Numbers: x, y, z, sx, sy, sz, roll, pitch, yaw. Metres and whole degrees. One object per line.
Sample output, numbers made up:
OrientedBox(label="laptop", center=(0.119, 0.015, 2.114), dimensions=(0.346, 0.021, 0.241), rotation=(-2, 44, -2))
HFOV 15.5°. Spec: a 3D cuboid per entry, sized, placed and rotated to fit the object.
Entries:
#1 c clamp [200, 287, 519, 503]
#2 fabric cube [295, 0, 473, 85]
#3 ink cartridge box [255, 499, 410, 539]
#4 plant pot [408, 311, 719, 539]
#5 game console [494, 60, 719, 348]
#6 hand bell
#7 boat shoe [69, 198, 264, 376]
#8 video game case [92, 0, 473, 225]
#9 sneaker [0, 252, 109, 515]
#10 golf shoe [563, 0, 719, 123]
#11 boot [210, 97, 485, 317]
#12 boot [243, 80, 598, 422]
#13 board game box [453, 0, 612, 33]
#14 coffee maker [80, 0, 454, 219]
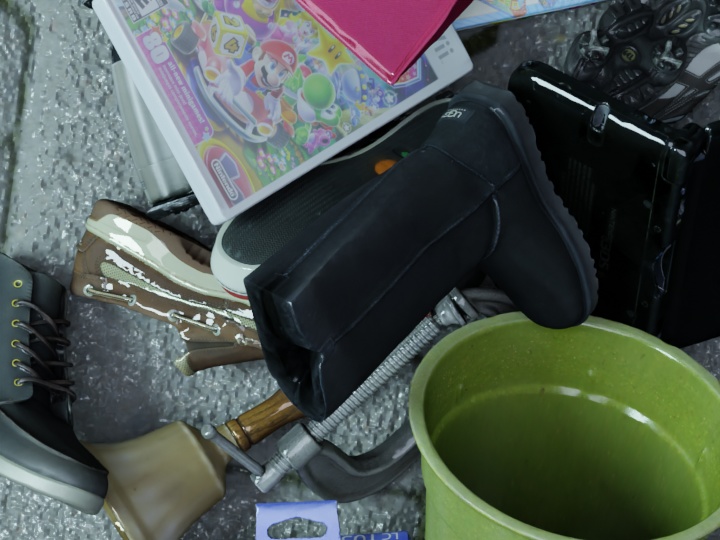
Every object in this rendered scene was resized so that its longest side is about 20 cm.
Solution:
OrientedBox(label="c clamp", center=(0.019, 0.074, 1.572), dimensions=(0.200, 0.171, 0.027), rotation=(-39, 55, -2))
OrientedBox(label="fabric cube", center=(0.039, -0.267, 1.451), dimensions=(0.196, 0.199, 0.200), rotation=(44, 138, 0))
OrientedBox(label="ink cartridge box", center=(-0.031, 0.235, 1.582), dimensions=(0.136, 0.076, 0.201), rotation=(-3, 118, 1))
OrientedBox(label="plant pot", center=(0.111, 0.158, 1.545), dimensions=(0.199, 0.200, 0.190), rotation=(12, 129, 1))
OrientedBox(label="game console", center=(0.181, -0.047, 1.558), dimensions=(0.175, 0.200, 0.116), rotation=(28, 54, 21))
OrientedBox(label="hand bell", center=(-0.069, 0.095, 1.617), dimensions=(0.200, 0.104, 0.104), rotation=(-33, 92, -9))
OrientedBox(label="boat shoe", center=(-0.086, 0.031, 1.606), dimensions=(0.202, 0.075, 0.075), rotation=(27, 93, 16))
OrientedBox(label="video game case", center=(-0.041, -0.134, 1.510), dimensions=(0.200, 0.018, 0.144), rotation=(-33, 98, -31))
OrientedBox(label="sneaker", center=(-0.196, 0.061, 1.567), dimensions=(0.200, 0.075, 0.106), rotation=(34, 91, 45))
OrientedBox(label="golf shoe", center=(0.199, -0.142, 1.596), dimensions=(0.199, 0.095, 0.078), rotation=(-28, 71, -20))
OrientedBox(label="boot", center=(0.000, 0.000, 1.553), dimensions=(0.200, 0.145, 0.072), rotation=(-27, 50, -29))
OrientedBox(label="boot", center=(0.036, 0.016, 1.466), dimensions=(0.200, 0.065, 0.165), rotation=(-45, 120, -33))
OrientedBox(label="board game box", center=(0.092, -0.253, 1.605), dimensions=(0.134, 0.034, 0.201), rotation=(-11, 93, 3))
OrientedBox(label="coffee maker", center=(-0.074, -0.152, 1.583), dimensions=(0.192, 0.135, 0.201), rotation=(-21, 94, -30))
